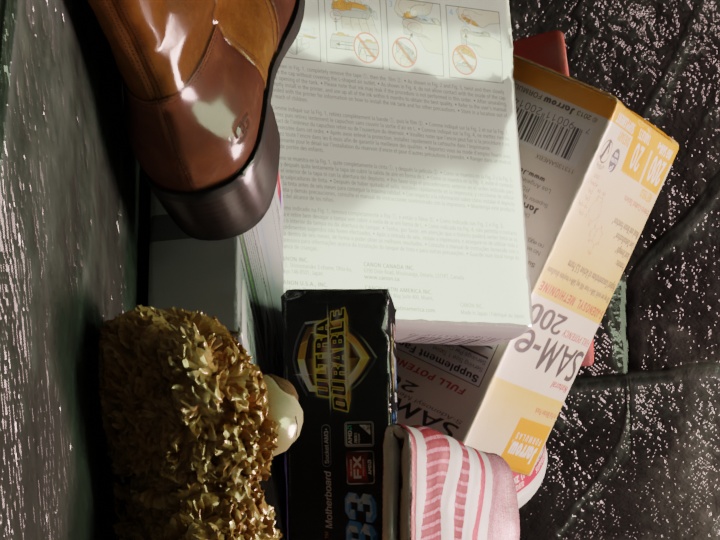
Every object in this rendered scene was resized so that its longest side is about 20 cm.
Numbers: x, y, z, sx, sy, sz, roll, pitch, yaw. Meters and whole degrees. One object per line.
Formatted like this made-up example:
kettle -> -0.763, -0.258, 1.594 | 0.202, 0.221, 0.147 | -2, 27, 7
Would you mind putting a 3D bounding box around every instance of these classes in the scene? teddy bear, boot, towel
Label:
teddy bear -> -0.049, 0.111, 0.987 | 0.145, 0.067, 0.200 | 80, 6, -73
boot -> -0.080, -0.138, 1.071 | 0.200, 0.068, 0.188 | 68, 24, -52
towel -> 0.039, 0.139, 1.174 | 0.200, 0.023, 0.144 | 31, 57, -75

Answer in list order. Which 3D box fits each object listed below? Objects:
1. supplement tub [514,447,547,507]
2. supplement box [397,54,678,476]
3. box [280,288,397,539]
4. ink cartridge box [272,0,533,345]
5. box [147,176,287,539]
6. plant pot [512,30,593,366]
supplement tub -> 0.055, 0.068, 2.014 | 0.140, 0.140, 0.200 | -89, 173, -58
supplement box -> 0.083, 0.000, 1.510 | 0.200, 0.074, 0.126 | -66, 157, 1
box -> -0.006, 0.110, 1.213 | 0.200, 0.050, 0.199 | 79, 9, -88
ink cartridge box -> 0.004, -0.066, 1.399 | 0.050, 0.161, 0.200 | -22, -111, 52
box -> -0.058, -0.006, 1.201 | 0.156, 0.041, 0.200 | 82, 6, -52
plant pot -> 0.044, -0.036, 1.719 | 0.200, 0.177, 0.201 | -5, 90, -85
